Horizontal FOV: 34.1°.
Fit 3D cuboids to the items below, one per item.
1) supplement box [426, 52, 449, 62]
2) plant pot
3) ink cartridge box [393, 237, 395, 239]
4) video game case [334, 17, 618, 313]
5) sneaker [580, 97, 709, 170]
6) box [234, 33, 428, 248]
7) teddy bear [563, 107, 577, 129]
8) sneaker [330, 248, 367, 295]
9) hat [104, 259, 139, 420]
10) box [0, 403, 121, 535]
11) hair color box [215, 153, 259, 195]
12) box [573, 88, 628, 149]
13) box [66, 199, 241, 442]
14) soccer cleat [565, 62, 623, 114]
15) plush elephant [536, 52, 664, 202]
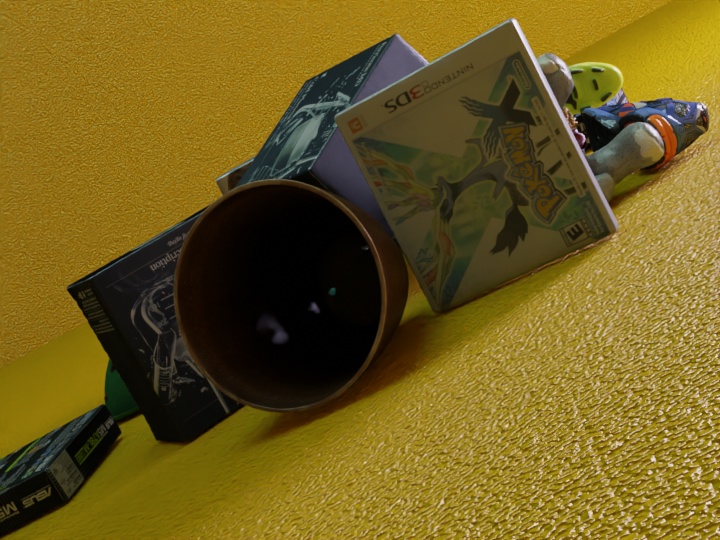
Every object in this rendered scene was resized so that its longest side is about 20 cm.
[{"bbox_3d":[0.056,-0.187,1.517,0.199,0.110,0.109,-23,-14,-21],"label":"supplement box"},{"bbox_3d":[-0.032,0.014,1.027,0.186,0.187,0.200,-26,-5,21],"label":"plant pot"},{"bbox_3d":[-0.011,-0.079,1.580,0.200,0.084,0.145,-34,42,-29],"label":"ink cartridge box"},{"bbox_3d":[0.098,-0.086,1.016,0.182,0.201,0.022,-26,6,24],"label":"video game case"},{"bbox_3d":[0.293,-0.142,1.212,0.078,0.076,0.200,-21,14,-10],"label":"sneaker"},{"bbox_3d":[-0.017,-0.127,1.294,0.196,0.124,0.200,-12,42,55],"label":"box"},{"bbox_3d":[0.189,-0.167,1.437,0.144,0.067,0.200,11,-18,8],"label":"teddy bear"},{"bbox_3d":[0.000,0.000,1.327,0.080,0.072,0.200,-25,17,24],"label":"sneaker"},{"bbox_3d":[-0.292,0.075,1.468,0.200,0.176,0.166,-25,9,28],"label":"hat"},{"bbox_3d":[-0.368,0.230,1.246,0.193,0.048,0.200,-30,8,10],"label":"box"},{"bbox_3d":[-0.086,-0.047,1.426,0.100,0.200,0.061,-30,8,-2],"label":"hair color box"},{"bbox_3d":[0.260,-0.182,1.606,0.198,0.050,0.200,-23,12,25],"label":"box"},{"bbox_3d":[-0.155,0.042,1.176,0.200,0.183,0.104,-33,9,-25],"label":"box"},{"bbox_3d":[0.251,-0.223,1.519,0.200,0.065,0.084,-22,10,36],"label":"soccer cleat"},{"bbox_3d":[0.148,-0.107,1.107,0.200,0.165,0.155,-49,-29,21],"label":"plush elephant"}]
